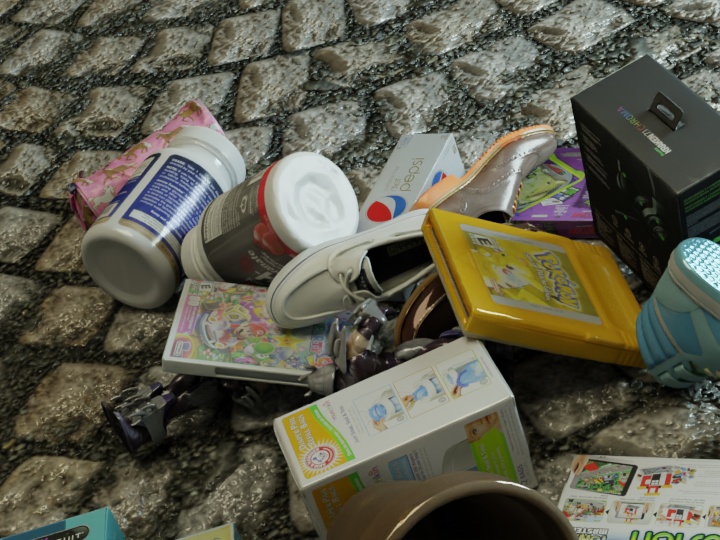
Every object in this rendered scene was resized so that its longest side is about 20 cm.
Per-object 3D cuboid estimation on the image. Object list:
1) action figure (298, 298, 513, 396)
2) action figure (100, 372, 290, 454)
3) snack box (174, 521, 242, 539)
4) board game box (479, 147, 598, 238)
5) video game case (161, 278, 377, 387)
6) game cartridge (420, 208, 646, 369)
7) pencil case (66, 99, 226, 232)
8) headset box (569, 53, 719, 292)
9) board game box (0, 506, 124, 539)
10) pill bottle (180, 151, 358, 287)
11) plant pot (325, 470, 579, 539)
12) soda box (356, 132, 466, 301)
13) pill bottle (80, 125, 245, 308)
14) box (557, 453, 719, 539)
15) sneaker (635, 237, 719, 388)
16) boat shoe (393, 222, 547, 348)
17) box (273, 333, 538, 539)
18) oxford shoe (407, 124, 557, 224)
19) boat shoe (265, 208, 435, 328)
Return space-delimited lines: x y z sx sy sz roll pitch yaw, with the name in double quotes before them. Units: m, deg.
"action figure" 0.040 0.090 1.663 0.198 0.131 0.070 -8 31 -10
"action figure" -0.155 0.110 1.794 0.199 0.070 0.130 -29 31 -16
"snack box" -0.153 0.312 1.557 0.115 0.037 0.201 -17 36 6
"board game box" 0.206 -0.082 1.888 0.199 0.032 0.120 2 39 29
"video game case" -0.087 0.063 1.791 0.198 0.018 0.144 6 33 2
"game cartridge" 0.167 0.015 1.683 0.198 0.033 0.177 10 32 -20
"pencil case" -0.247 -0.118 2.122 0.199 0.087 0.083 -35 7 -18
"headset box" 0.286 -0.076 1.672 0.092 0.201 0.174 -29 44 -11
"board game box" -0.289 0.315 1.614 0.150 0.047 0.201 -17 36 7
"pill bottle" -0.101 -0.040 1.873 0.199 0.111 0.111 -26 23 49
"plant pot" 0.054 0.241 1.437 0.199 0.201 0.174 -32 21 -15
"soda box" 0.046 -0.058 1.904 0.063 0.068 0.201 1 42 29
"pill bottle" -0.213 -0.063 2.003 0.115 0.116 0.200 4 43 31
"box" 0.259 0.204 1.486 0.198 0.035 0.110 0 41 27
"sneaker" 0.326 0.079 1.588 0.079 0.131 0.200 -24 65 -44
"boat shoe" 0.117 0.020 1.765 0.070 0.071 0.200 18 51 44
"box" 0.039 0.160 1.589 0.199 0.113 0.102 -22 36 -5
"oxford shoe" 0.139 -0.079 1.860 0.200 0.071 0.073 -36 68 -24
"boat shoe" 0.000 0.000 1.760 0.199 0.074 0.065 -30 19 -1
